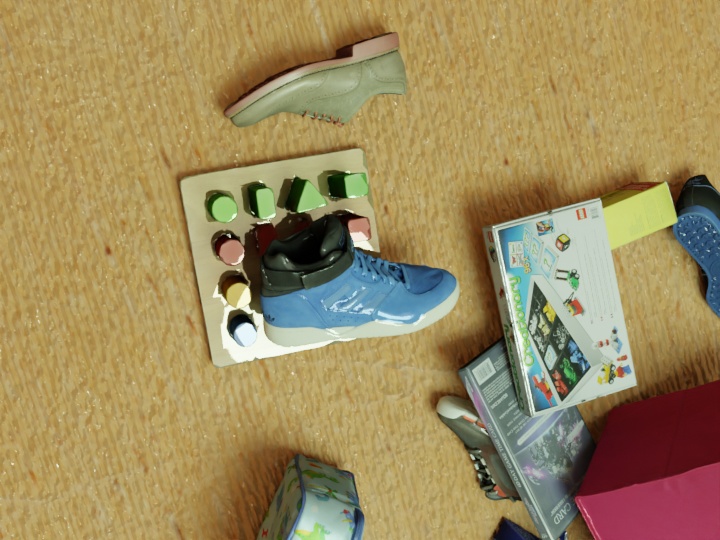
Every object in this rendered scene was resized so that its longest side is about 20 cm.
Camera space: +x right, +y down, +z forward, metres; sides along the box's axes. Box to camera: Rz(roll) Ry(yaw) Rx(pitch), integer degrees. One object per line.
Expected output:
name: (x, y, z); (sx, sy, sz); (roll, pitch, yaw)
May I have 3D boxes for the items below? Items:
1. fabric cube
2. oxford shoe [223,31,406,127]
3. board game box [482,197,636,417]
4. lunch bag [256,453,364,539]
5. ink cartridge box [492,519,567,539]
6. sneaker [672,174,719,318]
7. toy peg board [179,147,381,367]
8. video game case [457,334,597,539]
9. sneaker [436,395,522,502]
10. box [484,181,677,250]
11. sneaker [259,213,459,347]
fabric cube: (0.368, 0.251, 0.929); (0.198, 0.199, 0.198); (-23, 97, 31)
oxford shoe: (-0.041, -0.177, 0.902); (0.198, 0.070, 0.076); (-23, 106, -9)
board game box: (0.208, 0.038, 0.921); (0.124, 0.035, 0.203); (-14, 96, -12)
lunch bag: (-0.059, 0.282, 0.879); (0.082, 0.200, 0.163); (23, 89, -7)
ink cartridge box: (0.179, 0.374, 0.976); (0.076, 0.136, 0.201); (32, 89, -19)
sneaker: (0.424, -0.022, 1.027); (0.201, 0.069, 0.078); (52, 47, -29)
toy peg board: (-0.068, -0.010, 0.898); (0.197, 0.098, 0.202); (-11, 98, -11)
video game case: (0.192, 0.168, 0.959); (0.142, 0.019, 0.202); (-27, 91, -46)
sneaker: (0.155, 0.217, 0.988); (0.199, 0.077, 0.082); (35, 94, -13)
box: (0.243, -0.042, 0.979); (0.197, 0.075, 0.051); (-21, 99, -9)
sneaker: (0.000, 0.001, 0.842); (0.197, 0.077, 0.113); (-8, 122, -7)
